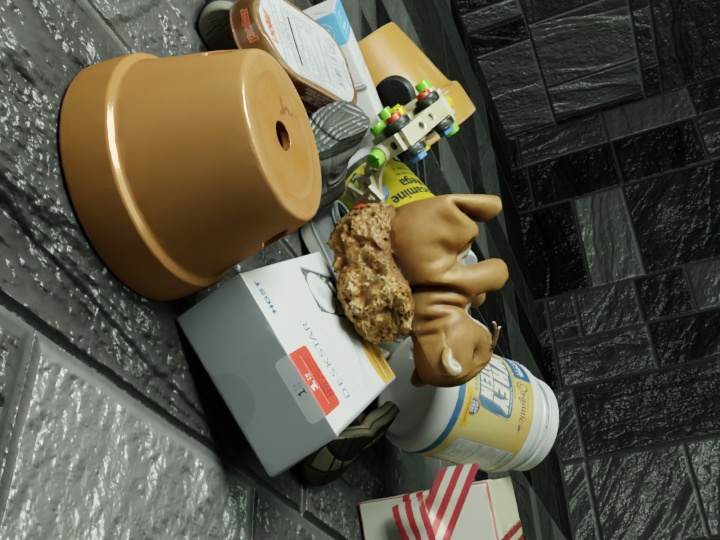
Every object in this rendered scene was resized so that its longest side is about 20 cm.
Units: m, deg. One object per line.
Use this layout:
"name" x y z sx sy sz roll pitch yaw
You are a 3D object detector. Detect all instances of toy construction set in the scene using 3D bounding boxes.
"toy construction set" 0.044 -0.145 0.941 0.092 0.131 0.201 42 54 -19

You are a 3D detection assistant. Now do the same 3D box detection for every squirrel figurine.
"squirrel figurine" 0.055 0.027 0.838 0.198 0.141 0.189 1 79 -27

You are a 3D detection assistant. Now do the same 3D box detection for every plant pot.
"plant pot" -0.121 -0.089 0.654 0.200 0.138 0.203 -14 90 -71
"plant pot" 0.049 -0.273 1.272 0.184 0.199 0.200 56 21 -9

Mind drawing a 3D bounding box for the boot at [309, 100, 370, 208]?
"boot" -0.078 -0.097 0.876 0.070 0.198 0.132 53 -36 23

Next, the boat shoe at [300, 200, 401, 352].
"boat shoe" 0.000 0.000 0.958 0.070 0.071 0.202 17 36 -58

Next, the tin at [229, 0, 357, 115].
"tin" -0.066 -0.231 0.878 0.199 0.042 0.113 11 55 -61

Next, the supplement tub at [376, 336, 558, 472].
"supplement tub" 0.136 0.170 1.019 0.198 0.144 0.146 21 50 -29

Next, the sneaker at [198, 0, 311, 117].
"sneaker" -0.103 -0.245 0.930 0.201 0.074 0.107 58 28 -41

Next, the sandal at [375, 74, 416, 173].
"sandal" 0.056 -0.195 1.111 0.075 0.048 0.201 40 -24 23

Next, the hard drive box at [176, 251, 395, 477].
"hard drive box" -0.059 0.076 0.754 0.157 0.076 0.200 58 18 2

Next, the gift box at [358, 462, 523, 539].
"gift box" 0.116 0.331 0.968 0.186 0.198 0.187 23 49 -66

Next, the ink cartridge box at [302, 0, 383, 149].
"ink cartridge box" -0.042 -0.222 1.028 0.067 0.115 0.201 -89 157 -57

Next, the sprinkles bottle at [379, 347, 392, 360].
"sprinkles bottle" -0.007 0.092 0.978 0.200 0.067 0.069 -7 83 -73

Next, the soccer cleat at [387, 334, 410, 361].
"soccer cleat" 0.048 0.128 1.096 0.086 0.069 0.203 -92 169 -88

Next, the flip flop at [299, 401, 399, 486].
"flip flop" -0.017 0.175 0.889 0.058 0.081 0.200 42 21 15

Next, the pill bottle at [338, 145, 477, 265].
"pill bottle" 0.053 -0.055 1.024 0.200 0.112 0.112 50 5 28
